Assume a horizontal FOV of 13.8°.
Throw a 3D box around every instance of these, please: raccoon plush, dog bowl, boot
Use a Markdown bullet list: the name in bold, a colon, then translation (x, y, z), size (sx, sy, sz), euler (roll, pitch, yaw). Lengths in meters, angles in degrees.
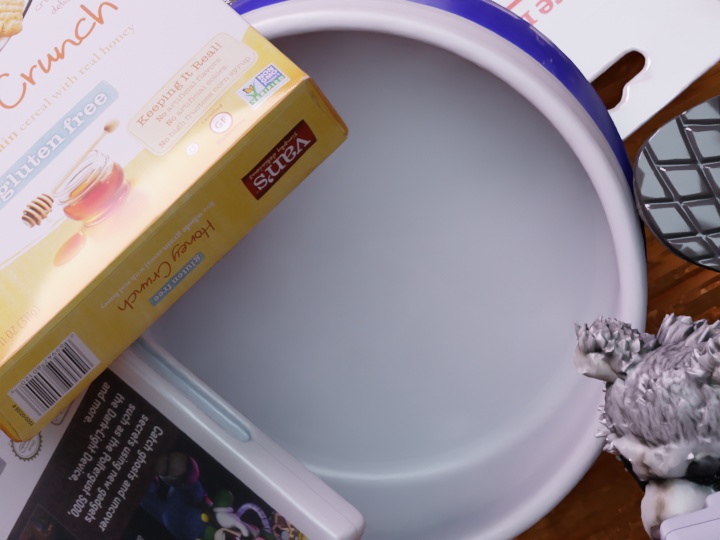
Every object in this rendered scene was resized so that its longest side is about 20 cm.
- **raccoon plush**: translation (0.130, 0.023, 0.997), size (0.096, 0.134, 0.201), euler (-14, 39, 21)
- **dog bowl**: translation (0.000, 0.000, 1.027), size (0.199, 0.079, 0.201), euler (2, 107, 6)
- **boot**: translation (0.171, -0.036, 1.043), size (0.199, 0.131, 0.068), euler (-15, 88, -17)

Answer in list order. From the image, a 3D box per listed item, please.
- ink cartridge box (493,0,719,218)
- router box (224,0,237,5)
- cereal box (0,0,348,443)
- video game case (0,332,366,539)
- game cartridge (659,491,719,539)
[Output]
- **ink cartridge box**: translation (0.040, -0.118, 1.112), size (0.115, 0.068, 0.200), euler (-38, 77, -4)
- **router box**: translation (-0.112, -0.089, 1.123), size (0.149, 0.051, 0.201), euler (-30, 76, -2)
- **cereal box**: translation (-0.116, -0.054, 0.966), size (0.144, 0.040, 0.200), euler (-44, 51, -5)
- **video game case**: translation (-0.110, 0.098, 1.029), size (0.182, 0.023, 0.200), euler (39, 125, 12)
- **game cartridge**: translation (0.172, 0.147, 0.954), size (0.132, 0.201, 0.041), euler (-17, 32, -7)
